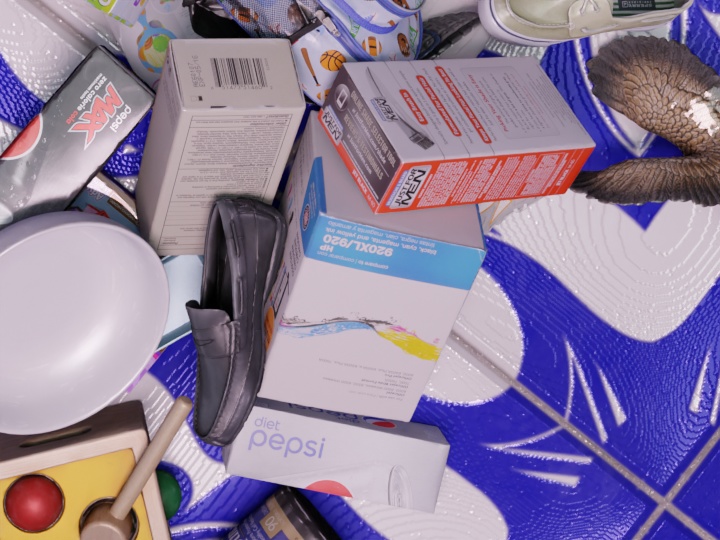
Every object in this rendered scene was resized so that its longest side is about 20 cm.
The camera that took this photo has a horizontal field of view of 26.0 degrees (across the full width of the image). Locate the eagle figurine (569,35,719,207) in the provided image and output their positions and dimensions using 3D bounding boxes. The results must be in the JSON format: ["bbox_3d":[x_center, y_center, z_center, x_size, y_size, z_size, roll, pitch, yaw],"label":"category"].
[{"bbox_3d":[0.292,-0.104,1.398,0.198,0.152,0.152,25,115,-18],"label":"eagle figurine"}]

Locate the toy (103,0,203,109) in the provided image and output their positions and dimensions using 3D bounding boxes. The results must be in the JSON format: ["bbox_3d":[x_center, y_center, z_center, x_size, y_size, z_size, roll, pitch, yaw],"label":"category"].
[{"bbox_3d":[-0.149,-0.211,1.341,0.114,0.047,0.202,-28,97,9],"label":"toy"}]

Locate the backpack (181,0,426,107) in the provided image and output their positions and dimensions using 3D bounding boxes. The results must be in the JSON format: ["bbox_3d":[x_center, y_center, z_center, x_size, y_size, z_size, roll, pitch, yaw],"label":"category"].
[{"bbox_3d":[-0.025,-0.239,1.291,0.153,0.201,0.191,-16,127,33],"label":"backpack"}]

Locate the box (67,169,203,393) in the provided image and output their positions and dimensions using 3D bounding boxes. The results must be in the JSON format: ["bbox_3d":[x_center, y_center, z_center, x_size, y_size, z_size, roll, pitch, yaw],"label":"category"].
[{"bbox_3d":[-0.236,-0.008,1.365,0.199,0.039,0.137,39,92,-13],"label":"box"}]

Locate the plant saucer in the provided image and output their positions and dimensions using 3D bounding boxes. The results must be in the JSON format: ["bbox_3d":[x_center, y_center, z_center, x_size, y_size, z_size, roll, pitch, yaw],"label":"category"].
[{"bbox_3d":[-0.212,0.050,1.350,0.198,0.019,0.070,-29,103,-3],"label":"plant saucer"}]

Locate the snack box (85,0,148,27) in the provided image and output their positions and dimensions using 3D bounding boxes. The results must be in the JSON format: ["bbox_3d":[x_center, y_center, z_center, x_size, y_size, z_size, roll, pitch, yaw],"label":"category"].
[{"bbox_3d":[-0.197,-0.323,1.284,0.141,0.053,0.201,33,93,15],"label":"snack box"}]

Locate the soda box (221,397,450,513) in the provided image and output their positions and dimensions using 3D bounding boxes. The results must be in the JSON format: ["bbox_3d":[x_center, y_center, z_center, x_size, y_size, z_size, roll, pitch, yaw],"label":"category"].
[{"bbox_3d":[-0.023,0.163,1.418,0.197,0.063,0.069,13,98,-11],"label":"soda box"}]

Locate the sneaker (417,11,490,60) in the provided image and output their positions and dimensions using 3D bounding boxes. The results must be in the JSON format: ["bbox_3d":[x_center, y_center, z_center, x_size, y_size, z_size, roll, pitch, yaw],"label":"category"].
[{"bbox_3d":[0.045,-0.145,1.385,0.200,0.075,0.087,-46,121,3],"label":"sneaker"}]

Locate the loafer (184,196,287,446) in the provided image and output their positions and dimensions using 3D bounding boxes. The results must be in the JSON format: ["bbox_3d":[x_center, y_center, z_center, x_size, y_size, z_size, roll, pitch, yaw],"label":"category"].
[{"bbox_3d":[-0.112,0.041,1.264,0.070,0.068,0.203,10,91,-38],"label":"loafer"}]

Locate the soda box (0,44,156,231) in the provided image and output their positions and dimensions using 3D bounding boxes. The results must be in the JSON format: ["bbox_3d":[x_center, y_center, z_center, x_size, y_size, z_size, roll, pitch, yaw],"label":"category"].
[{"bbox_3d":[-0.256,-0.091,1.295,0.071,0.063,0.200,40,91,-11],"label":"soda box"}]

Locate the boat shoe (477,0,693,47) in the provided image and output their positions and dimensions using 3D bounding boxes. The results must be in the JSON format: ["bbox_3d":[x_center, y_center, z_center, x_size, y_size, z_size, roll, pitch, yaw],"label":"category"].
[{"bbox_3d":[0.199,-0.240,1.370,0.198,0.062,0.073,-9,87,-22],"label":"boat shoe"}]

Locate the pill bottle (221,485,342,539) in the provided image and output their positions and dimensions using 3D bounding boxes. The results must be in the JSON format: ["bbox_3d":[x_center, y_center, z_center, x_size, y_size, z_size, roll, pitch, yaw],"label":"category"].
[{"bbox_3d":[-0.104,0.298,1.402,0.200,0.112,0.112,-41,103,-2],"label":"pill bottle"}]

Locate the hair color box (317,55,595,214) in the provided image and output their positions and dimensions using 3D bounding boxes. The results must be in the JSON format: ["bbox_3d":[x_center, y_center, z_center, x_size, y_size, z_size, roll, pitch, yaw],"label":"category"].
[{"bbox_3d":[0.078,-0.112,1.261,0.198,0.112,0.064,-6,142,-35],"label":"hair color box"}]

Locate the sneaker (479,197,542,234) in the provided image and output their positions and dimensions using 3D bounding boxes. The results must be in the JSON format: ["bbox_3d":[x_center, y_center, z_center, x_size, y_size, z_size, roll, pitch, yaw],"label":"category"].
[{"bbox_3d":[0.122,-0.066,1.402,0.091,0.076,0.202,26,95,-17],"label":"sneaker"}]

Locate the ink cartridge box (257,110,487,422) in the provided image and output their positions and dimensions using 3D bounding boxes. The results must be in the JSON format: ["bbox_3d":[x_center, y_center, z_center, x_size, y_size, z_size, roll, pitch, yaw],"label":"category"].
[{"bbox_3d":[0.000,0.000,1.310,0.143,0.148,0.201,11,128,-14],"label":"ink cartridge box"}]

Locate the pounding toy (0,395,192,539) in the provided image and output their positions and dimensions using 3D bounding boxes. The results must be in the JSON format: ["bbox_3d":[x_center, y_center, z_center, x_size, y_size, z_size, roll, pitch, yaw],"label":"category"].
[{"bbox_3d":[-0.228,0.202,1.349,0.197,0.142,0.187,-13,102,-7],"label":"pounding toy"}]

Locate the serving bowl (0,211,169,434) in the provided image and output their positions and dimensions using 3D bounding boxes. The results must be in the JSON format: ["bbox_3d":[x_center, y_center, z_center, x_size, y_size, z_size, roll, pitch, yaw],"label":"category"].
[{"bbox_3d":[-0.257,0.033,1.271,0.198,0.066,0.202,-21,132,-26],"label":"serving bowl"}]

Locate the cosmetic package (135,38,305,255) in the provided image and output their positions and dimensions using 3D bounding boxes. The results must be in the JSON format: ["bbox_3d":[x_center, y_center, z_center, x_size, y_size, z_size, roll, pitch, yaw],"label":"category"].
[{"bbox_3d":[-0.118,-0.097,1.271,0.102,0.201,0.074,-2,59,-20],"label":"cosmetic package"}]
